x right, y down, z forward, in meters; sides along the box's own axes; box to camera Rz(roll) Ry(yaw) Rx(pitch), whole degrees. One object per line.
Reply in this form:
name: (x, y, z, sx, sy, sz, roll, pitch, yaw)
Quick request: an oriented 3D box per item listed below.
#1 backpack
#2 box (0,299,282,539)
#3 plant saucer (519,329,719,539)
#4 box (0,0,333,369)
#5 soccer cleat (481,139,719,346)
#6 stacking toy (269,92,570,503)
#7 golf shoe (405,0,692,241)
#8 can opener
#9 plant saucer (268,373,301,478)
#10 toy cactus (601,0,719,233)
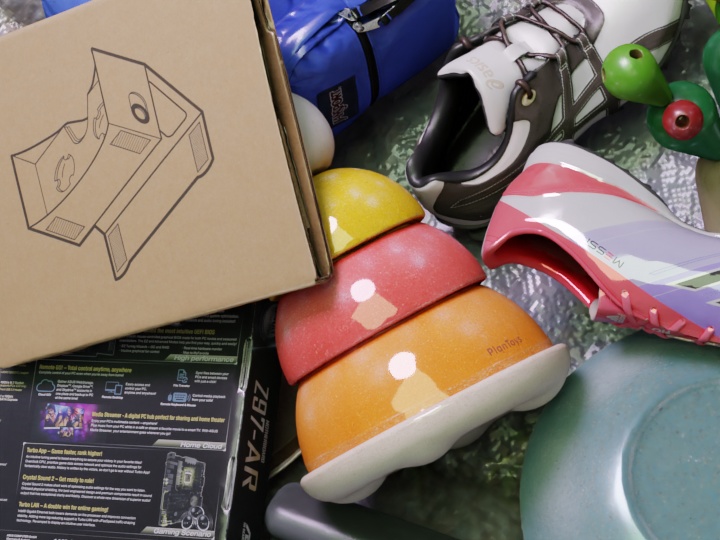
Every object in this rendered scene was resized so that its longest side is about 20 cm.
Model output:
backpack: (-0.057, -0.149, 1.077, 0.200, 0.163, 0.168, -35, 65, -11)
box: (-0.144, 0.080, 1.061, 0.200, 0.044, 0.160, 0, 74, 21)
plant saucer: (0.176, 0.106, 0.981, 0.201, 0.039, 0.201, 0, 63, 1)
box: (-0.117, -0.051, 1.004, 0.200, 0.021, 0.164, -15, 87, 31)
soccer cleat: (0.154, 0.010, 0.995, 0.200, 0.068, 0.073, 29, 64, 18)
stacking toy: (0.000, 0.000, 1.012, 0.146, 0.146, 0.200, -27, 84, 4)
golf shoe: (0.096, -0.105, 1.049, 0.078, 0.094, 0.200, 37, 101, 30)
can opener: (0.049, 0.149, 1.029, 0.200, 0.053, 0.066, 13, 44, 17)
plant saucer: (-0.091, 0.033, 1.109, 0.200, 0.034, 0.200, -4, 71, 13)
toy cactus: (0.198, -0.083, 1.025, 0.102, 0.200, 0.165, 8, 110, 35)
